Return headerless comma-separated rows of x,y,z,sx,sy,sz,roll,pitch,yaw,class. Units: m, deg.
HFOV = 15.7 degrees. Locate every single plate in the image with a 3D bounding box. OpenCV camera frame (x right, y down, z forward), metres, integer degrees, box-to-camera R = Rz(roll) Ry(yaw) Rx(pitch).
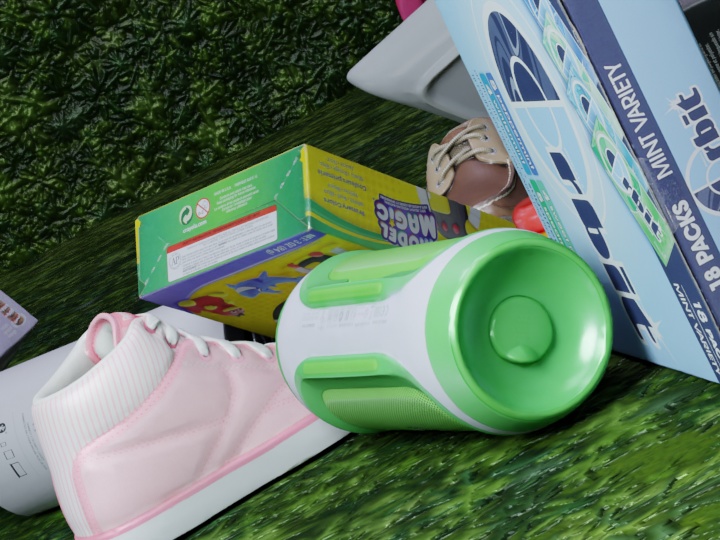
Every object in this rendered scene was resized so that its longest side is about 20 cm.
0.125,-0.146,1.692,0.199,0.032,0.199,16,-45,-41,plate

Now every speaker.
-0.117,0.066,1.382,0.199,0.082,0.081,-22,9,35,speaker
0.031,0.028,1.117,0.088,0.089,0.200,-30,8,-20,speaker

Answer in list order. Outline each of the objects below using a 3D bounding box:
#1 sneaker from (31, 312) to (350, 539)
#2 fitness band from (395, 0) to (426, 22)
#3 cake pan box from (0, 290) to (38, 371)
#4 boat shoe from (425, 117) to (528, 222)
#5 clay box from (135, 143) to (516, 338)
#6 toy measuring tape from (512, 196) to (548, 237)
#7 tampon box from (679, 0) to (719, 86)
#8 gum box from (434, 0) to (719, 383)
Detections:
-0.067,0.050,1.236,0.200,0.105,0.075,-30,6,-28,sneaker
0.116,-0.198,1.665,0.199,0.038,0.143,-30,-37,23,fitness band
-0.275,0.104,1.515,0.185,0.052,0.200,-55,2,11,cake pan box
0.066,-0.050,1.566,0.075,0.072,0.200,-26,8,5,boat shoe
0.000,0.000,1.284,0.115,0.048,0.199,-21,-27,37,clay box
0.133,-0.024,1.179,0.199,0.074,0.074,-27,8,5,toy measuring tape
0.175,-0.165,1.525,0.199,0.126,0.150,-25,52,10,tampon box
0.103,-0.045,1.036,0.044,0.171,0.200,-27,7,-7,gum box
